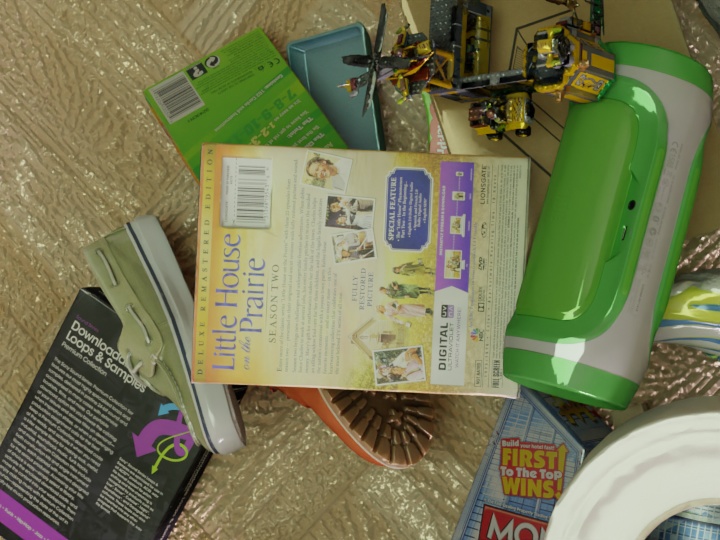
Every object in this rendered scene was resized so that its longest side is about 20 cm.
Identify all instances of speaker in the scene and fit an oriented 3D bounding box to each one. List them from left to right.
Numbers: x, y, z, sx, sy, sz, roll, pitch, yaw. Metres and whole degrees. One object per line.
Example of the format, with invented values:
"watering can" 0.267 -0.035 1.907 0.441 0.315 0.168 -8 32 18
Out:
"speaker" 0.144 -0.025 0.838 0.088 0.088 0.201 14 83 19

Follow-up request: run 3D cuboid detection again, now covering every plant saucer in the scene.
"plant saucer" -0.007 -0.064 0.996 0.070 0.019 0.201 -8 88 38

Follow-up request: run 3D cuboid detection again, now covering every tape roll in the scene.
"tape roll" 0.203 0.174 0.812 0.202 0.071 0.203 1 92 15

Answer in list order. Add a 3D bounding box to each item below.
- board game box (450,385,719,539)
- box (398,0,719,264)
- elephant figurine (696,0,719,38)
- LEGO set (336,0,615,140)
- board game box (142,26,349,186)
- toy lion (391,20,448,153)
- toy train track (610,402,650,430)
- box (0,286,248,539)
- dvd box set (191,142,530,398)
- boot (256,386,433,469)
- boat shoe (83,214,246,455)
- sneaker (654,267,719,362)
"board game box" 0.140 0.172 0.914 0.199 0.062 0.201 10 95 33
"box" 0.131 -0.100 0.902 0.163 0.021 0.201 -18 87 3
"elephant figurine" 0.273 -0.225 0.843 0.200 0.155 0.142 -35 61 15
"LEGO set" 0.062 -0.180 0.816 0.153 0.116 0.201 8 90 45
"board game box" -0.062 -0.074 0.962 0.095 0.030 0.200 -30 53 -7
"toy lion" 0.117 -0.065 0.941 0.191 0.069 0.201 2 92 13
"toy train track" 0.202 0.184 0.930 0.114 0.032 0.201 -20 79 31
"box" -0.187 0.132 1.067 0.143 0.036 0.201 33 103 15
"dvd box set" 0.000 0.000 0.876 0.199 0.029 0.147 2 89 0
"boot" -0.032 0.062 0.985 0.200 0.075 0.107 52 142 13
"boat shoe" -0.135 0.049 1.000 0.062 0.072 0.200 -24 55 -6
"sneaker" 0.253 0.048 0.873 0.199 0.076 0.106 -8 94 10
